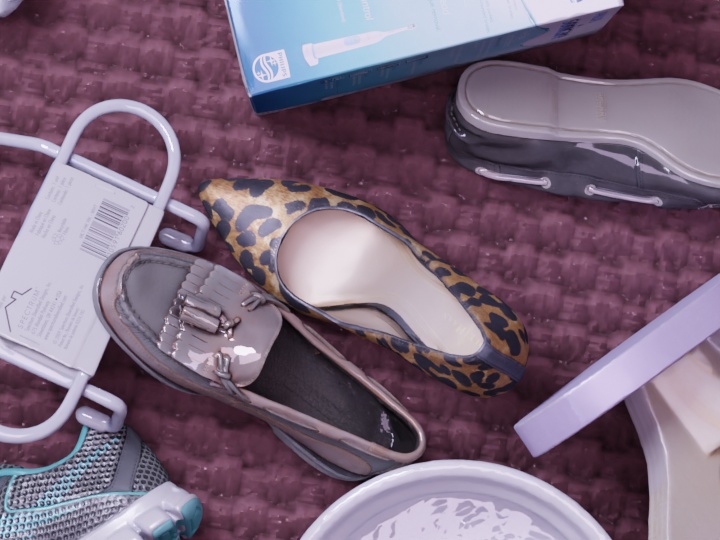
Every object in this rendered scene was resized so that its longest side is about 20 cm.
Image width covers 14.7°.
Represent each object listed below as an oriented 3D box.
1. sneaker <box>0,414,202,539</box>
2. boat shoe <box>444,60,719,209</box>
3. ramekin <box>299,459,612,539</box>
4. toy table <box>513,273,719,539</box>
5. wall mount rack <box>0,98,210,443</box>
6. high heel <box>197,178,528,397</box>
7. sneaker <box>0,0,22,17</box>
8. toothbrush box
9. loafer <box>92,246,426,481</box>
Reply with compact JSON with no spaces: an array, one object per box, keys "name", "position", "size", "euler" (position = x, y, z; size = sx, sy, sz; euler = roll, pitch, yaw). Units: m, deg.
[{"name":"sneaker","position":[-0.187,0.151,1.505],"size":[0.199,0.078,0.091],"euler":[-31,72,-6]},{"name":"boat shoe","position":[0.142,-0.068,1.517],"size":[0.199,0.057,0.067],"euler":[12,56,-4]},{"name":"ramekin","position":[0.051,0.196,1.477],"size":[0.199,0.098,0.202],"euler":[0,92,3]},{"name":"toy table","position":[0.183,0.077,1.456],"size":[0.200,0.184,0.117],"euler":[-35,88,-27]},{"name":"wall mount rack","position":[-0.182,-0.004,1.486],"size":[0.173,0.075,0.201],"euler":[25,70,-3]},{"name":"high heel","position":[0.000,0.000,1.464],"size":[0.199,0.143,0.072],"euler":[30,89,0]},{"name":"sneaker","position":[-0.205,-0.195,1.444],"size":[0.075,0.200,0.116],"euler":[15,95,12]},{"name":"toothbrush box","position":[0.029,-0.147,1.466],"size":[0.199,0.146,0.086],"euler":[-13,89,0]},{"name":"loafer","position":[-0.047,0.046,1.465],"size":[0.200,0.063,0.072],"euler":[34,68,-27]}]
